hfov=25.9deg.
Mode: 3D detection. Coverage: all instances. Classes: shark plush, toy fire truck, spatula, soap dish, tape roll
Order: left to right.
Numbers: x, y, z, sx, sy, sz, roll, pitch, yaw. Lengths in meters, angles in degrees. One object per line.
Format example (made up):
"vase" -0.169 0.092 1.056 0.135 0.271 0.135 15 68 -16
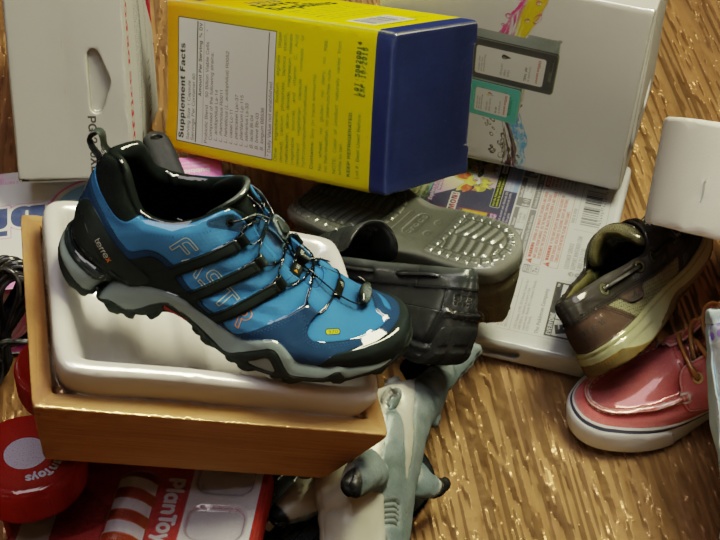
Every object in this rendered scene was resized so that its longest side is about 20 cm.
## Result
"toy fire truck" -0.129 0.123 0.927 0.166 0.113 0.201 5 37 6
"spatula" -0.116 -0.033 1.057 0.056 0.021 0.201 -11 47 -15
"soap dish" -0.097 0.042 0.899 0.198 0.082 0.158 7 39 -21
"shark plush" 0.020 0.119 0.968 0.083 0.091 0.201 45 38 -12
"tape roll" 0.284 -0.046 1.001 0.200 0.072 0.202 11 6 -1

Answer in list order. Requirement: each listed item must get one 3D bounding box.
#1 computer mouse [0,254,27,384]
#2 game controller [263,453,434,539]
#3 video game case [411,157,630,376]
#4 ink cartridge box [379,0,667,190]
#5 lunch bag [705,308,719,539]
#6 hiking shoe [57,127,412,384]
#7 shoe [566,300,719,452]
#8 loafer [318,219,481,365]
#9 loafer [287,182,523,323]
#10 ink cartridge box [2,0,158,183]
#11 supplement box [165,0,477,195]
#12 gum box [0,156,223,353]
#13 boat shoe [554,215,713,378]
"computer mouse" -0.159 0.042 1.042 0.198 0.111 0.044 5 36 -10
"game controller" -0.041 0.159 0.969 0.104 0.042 0.200 38 56 13
"video game case" 0.093 -0.020 1.144 0.180 0.023 0.201 12 49 10
"ink cartridge box" 0.124 -0.174 1.184 0.198 0.147 0.147 13 32 11
"lunch bag" 0.308 0.096 0.927 0.198 0.127 0.172 -4 84 -3
"hiking shoe" -0.060 -0.003 0.831 0.198 0.087 0.075 18 36 -9
"shoe" 0.229 0.050 1.030 0.198 0.092 0.072 -14 48 -14
"loafer" 0.000 0.000 1.012 0.200 0.071 0.068 23 12 41
"loafer" 0.027 -0.011 1.074 0.075 0.070 0.199 -35 40 -30
"ink cartridge box" -0.199 -0.159 1.134 0.082 0.147 0.200 -2 19 -1
"supplement box" -0.030 -0.131 1.106 0.198 0.110 0.109 15 19 32
"gum box" -0.189 -0.012 1.099 0.198 0.067 0.114 -6 46 -7
"boat shoe" 0.187 -0.005 1.068 0.073 0.065 0.200 -26 15 34
